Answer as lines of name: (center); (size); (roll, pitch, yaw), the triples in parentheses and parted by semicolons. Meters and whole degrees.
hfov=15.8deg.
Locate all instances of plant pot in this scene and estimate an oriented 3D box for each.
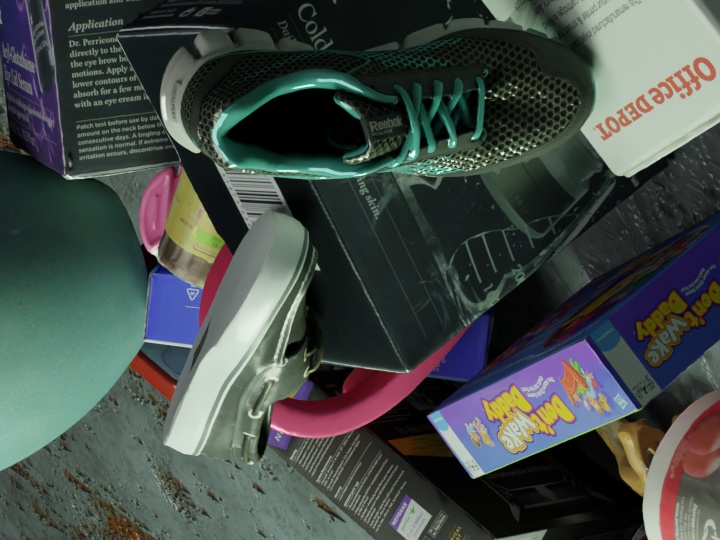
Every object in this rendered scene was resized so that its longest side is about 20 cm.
plant pot: (-0.201, 0.012, 1.545); (0.200, 0.134, 0.201); (163, 90, -74)

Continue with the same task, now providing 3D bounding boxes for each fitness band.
fitness band: (0.000, 0.000, 1.416); (0.144, 0.200, 0.037); (47, 170, -35)

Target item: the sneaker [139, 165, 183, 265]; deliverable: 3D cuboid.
sneaker: (-0.031, -0.037, 1.519); (0.088, 0.199, 0.082); (-126, 43, -77)

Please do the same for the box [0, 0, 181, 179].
box: (-0.147, -0.165, 1.483); (0.148, 0.104, 0.201); (-155, 57, -68)

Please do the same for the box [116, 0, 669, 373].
box: (0.019, -0.086, 1.309); (0.124, 0.196, 0.200); (5, 128, 55)

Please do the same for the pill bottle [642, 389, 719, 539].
pill bottle: (0.248, 0.133, 1.310); (0.200, 0.111, 0.111); (18, 138, 50)

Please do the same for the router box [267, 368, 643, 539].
router box: (0.060, 0.121, 1.528); (0.157, 0.200, 0.052); (39, 110, 26)

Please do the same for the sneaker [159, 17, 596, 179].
sneaker: (0.012, -0.067, 1.163); (0.091, 0.199, 0.078); (-115, 22, -70)

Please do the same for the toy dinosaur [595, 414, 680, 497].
toy dinosaur: (0.163, 0.107, 1.479); (0.200, 0.060, 0.106); (46, 155, 14)

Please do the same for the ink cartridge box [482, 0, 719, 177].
ink cartridge box: (0.115, -0.159, 1.188); (0.200, 0.083, 0.147); (53, 155, -2)

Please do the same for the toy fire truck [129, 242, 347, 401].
toy fire truck: (-0.062, 0.034, 1.631); (0.200, 0.168, 0.112); (40, 152, 24)

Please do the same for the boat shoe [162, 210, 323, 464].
boat shoe: (-0.049, 0.036, 1.289); (0.056, 0.069, 0.200); (18, 147, -8)

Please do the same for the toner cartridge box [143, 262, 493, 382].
toner cartridge box: (-0.023, 0.027, 1.524); (0.095, 0.199, 0.043); (-68, -15, -82)

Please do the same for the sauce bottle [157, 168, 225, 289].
sauce bottle: (-0.055, -0.085, 1.405); (0.065, 0.065, 0.201); (35, 118, 32)

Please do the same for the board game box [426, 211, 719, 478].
board game box: (0.131, 0.037, 1.354); (0.045, 0.134, 0.200); (53, 155, -2)

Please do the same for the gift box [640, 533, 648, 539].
gift box: (0.180, 0.295, 1.524); (0.184, 0.200, 0.187); (38, 160, 37)
